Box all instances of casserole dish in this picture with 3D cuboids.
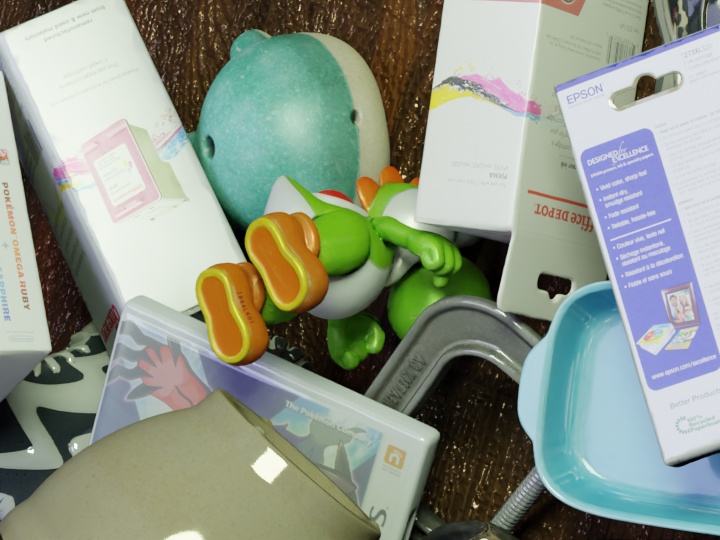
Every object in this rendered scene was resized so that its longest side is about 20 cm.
[{"bbox_3d":[0.179,0.072,1.365,0.199,0.039,0.122,7,88,21],"label":"casserole dish"}]

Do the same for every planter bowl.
[{"bbox_3d":[-0.074,0.150,1.435,0.135,0.200,0.200,-48,48,0],"label":"planter bowl"}]

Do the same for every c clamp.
[{"bbox_3d":[0.078,0.100,1.472,0.171,0.027,0.200,43,131,2],"label":"c clamp"}]

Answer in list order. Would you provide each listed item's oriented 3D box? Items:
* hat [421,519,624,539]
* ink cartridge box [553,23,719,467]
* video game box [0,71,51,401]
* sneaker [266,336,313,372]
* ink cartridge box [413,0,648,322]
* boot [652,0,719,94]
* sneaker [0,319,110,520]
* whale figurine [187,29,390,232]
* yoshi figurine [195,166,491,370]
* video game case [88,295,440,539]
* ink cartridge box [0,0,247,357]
[{"bbox_3d":[0.055,0.179,1.416,0.200,0.201,0.081,-33,100,38],"label":"hat"},{"bbox_3d":[0.169,-0.012,1.338,0.094,0.037,0.201,-19,81,20],"label":"ink cartridge box"},{"bbox_3d":[-0.255,0.005,1.613,0.200,0.047,0.183,-40,58,50],"label":"video game box"},{"bbox_3d":[-0.041,0.143,1.610,0.089,0.078,0.201,-51,53,57],"label":"sneaker"},{"bbox_3d":[0.092,-0.075,1.462,0.067,0.116,0.202,6,87,35],"label":"ink cartridge box"},{"bbox_3d":[0.225,-0.127,1.372,0.153,0.073,0.205,2,91,44],"label":"boot"},{"bbox_3d":[-0.202,0.066,1.702,0.079,0.129,0.200,-19,45,62],"label":"sneaker"},{"bbox_3d":[-0.068,-0.068,1.638,0.200,0.103,0.160,-18,80,54],"label":"whale figurine"},{"bbox_3d":[0.010,0.011,1.493,0.112,0.199,0.113,20,112,35],"label":"yoshi figurine"},{"bbox_3d":[-0.068,0.134,1.531,0.199,0.023,0.183,24,112,19],"label":"video game case"},{"bbox_3d":[-0.147,-0.051,1.631,0.201,0.084,0.145,66,167,5],"label":"ink cartridge box"}]
